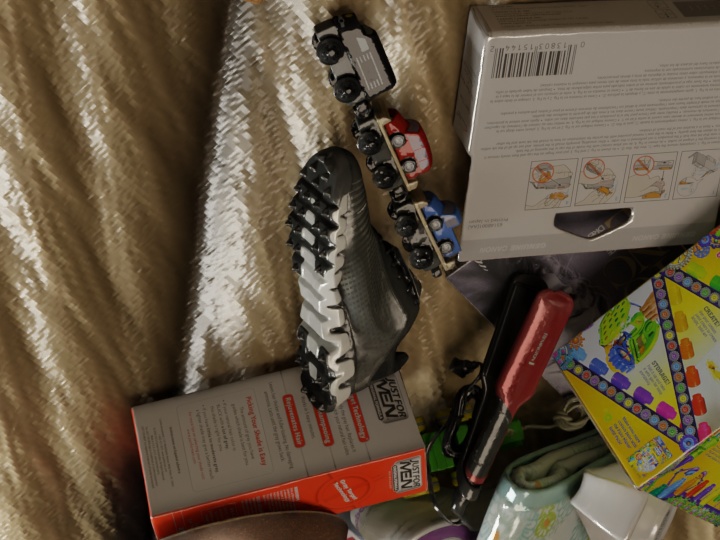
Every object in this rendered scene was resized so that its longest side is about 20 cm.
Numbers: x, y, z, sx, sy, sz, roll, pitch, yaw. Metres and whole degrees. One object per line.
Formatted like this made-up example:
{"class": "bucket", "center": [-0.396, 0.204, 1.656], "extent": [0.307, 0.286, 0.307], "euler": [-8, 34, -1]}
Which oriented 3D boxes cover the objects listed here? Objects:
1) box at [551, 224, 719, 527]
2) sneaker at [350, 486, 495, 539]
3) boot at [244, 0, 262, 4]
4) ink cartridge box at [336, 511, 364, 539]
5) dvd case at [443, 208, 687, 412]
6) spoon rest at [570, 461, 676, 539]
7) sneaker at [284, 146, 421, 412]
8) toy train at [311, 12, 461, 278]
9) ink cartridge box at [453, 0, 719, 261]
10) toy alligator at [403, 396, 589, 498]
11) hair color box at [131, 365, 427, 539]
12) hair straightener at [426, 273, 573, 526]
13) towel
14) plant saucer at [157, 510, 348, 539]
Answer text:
{"class": "box", "center": [0.281, 0.075, 1.073], "extent": [0.192, 0.122, 0.200], "euler": [-38, 148, 14]}
{"class": "sneaker", "center": [0.077, 0.198, 1.185], "extent": [0.199, 0.099, 0.075], "euler": [4, 109, -46]}
{"class": "boot", "center": [-0.025, -0.215, 0.820], "extent": [0.199, 0.077, 0.156], "euler": [15, 120, -23]}
{"class": "ink cartridge box", "center": [-0.054, 0.236, 1.190], "extent": [0.119, 0.042, 0.200], "euler": [-41, 126, 15]}
{"class": "dvd case", "center": [0.175, 0.014, 1.101], "extent": [0.148, 0.016, 0.200], "euler": [-37, 128, 12]}
{"class": "spoon rest", "center": [0.204, 0.181, 1.124], "extent": [0.100, 0.060, 0.200], "euler": [-64, 158, -3]}
{"class": "sneaker", "center": [0.000, 0.000, 1.008], "extent": [0.090, 0.066, 0.201], "euler": [-16, 124, -25]}
{"class": "toy train", "center": [0.023, -0.080, 0.952], "extent": [0.046, 0.034, 0.201], "euler": [-24, 120, 3]}
{"class": "ink cartridge box", "center": [0.162, -0.096, 0.992], "extent": [0.198, 0.045, 0.177], "euler": [-4, 127, -13]}
{"class": "toy alligator", "center": [0.084, 0.137, 1.149], "extent": [0.198, 0.060, 0.054], "euler": [-13, 173, -14]}
{"class": "hair color box", "center": [-0.059, 0.130, 1.059], "extent": [0.198, 0.102, 0.061], "euler": [-13, 140, -6]}
{"class": "hair straightener", "center": [0.095, 0.095, 1.083], "extent": [0.041, 0.077, 0.201], "euler": [10, 105, -29]}
{"class": "towel", "center": [0.155, 0.218, 1.165], "extent": [0.199, 0.048, 0.172], "euler": [-10, 122, -47]}
{"class": "plant saucer", "center": [-0.101, 0.229, 1.069], "extent": [0.199, 0.035, 0.201], "euler": [-13, 154, -7]}
